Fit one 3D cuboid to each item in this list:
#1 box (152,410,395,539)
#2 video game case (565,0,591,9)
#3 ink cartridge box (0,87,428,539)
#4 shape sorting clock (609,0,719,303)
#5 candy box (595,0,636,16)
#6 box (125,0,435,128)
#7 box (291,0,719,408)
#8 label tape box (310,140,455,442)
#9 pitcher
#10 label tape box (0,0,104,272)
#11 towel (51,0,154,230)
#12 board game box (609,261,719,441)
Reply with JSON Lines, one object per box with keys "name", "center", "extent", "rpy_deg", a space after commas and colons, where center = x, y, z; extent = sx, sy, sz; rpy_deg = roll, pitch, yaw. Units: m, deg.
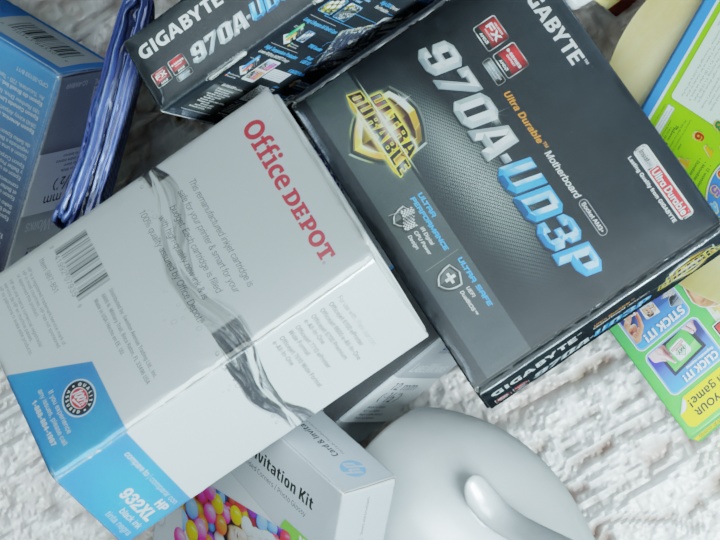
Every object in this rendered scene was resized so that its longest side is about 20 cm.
{"name": "box", "center": [-0.056, 0.160, 1.279], "extent": [0.156, 0.041, 0.201], "rpy_deg": [39, 128, 40]}
{"name": "video game case", "center": [0.140, -0.270, 1.230], "extent": [0.181, 0.023, 0.201], "rpy_deg": [-30, 103, 12]}
{"name": "ink cartridge box", "center": [-0.086, 0.023, 1.219], "extent": [0.199, 0.084, 0.145], "rpy_deg": [-34, 49, 2]}
{"name": "shape sorting clock", "center": [0.222, -0.078, 1.240], "extent": [0.199, 0.039, 0.202], "rpy_deg": [-2, 87, 30]}
{"name": "candy box", "center": [0.135, -0.263, 1.324], "extent": [0.115, 0.055, 0.201], "rpy_deg": [-34, 70, 15]}
{"name": "box", "center": [-0.022, -0.140, 1.285], "extent": [0.158, 0.200, 0.046], "rpy_deg": [-34, 79, 15]}
{"name": "box", "center": [0.079, -0.051, 1.244], "extent": [0.158, 0.046, 0.201], "rpy_deg": [-33, 71, 2]}
{"name": "label tape box", "center": [0.000, 0.000, 1.318], "extent": [0.200, 0.066, 0.144], "rpy_deg": [-40, 69, 22]}
{"name": "pitcher", "center": [0.082, 0.155, 1.229], "extent": [0.121, 0.172, 0.200], "rpy_deg": [-39, 68, -24]}
{"name": "label tape box", "center": [-0.247, -0.067, 1.441], "extent": [0.143, 0.066, 0.201], "rpy_deg": [30, 116, 23]}
{"name": "towel", "center": [-0.147, -0.086, 1.344], "extent": [0.024, 0.200, 0.146], "rpy_deg": [16, 88, -5]}
{"name": "board game box", "center": [0.222, -0.020, 1.270], "extent": [0.200, 0.029, 0.135], "rpy_deg": [-41, 69, 12]}
